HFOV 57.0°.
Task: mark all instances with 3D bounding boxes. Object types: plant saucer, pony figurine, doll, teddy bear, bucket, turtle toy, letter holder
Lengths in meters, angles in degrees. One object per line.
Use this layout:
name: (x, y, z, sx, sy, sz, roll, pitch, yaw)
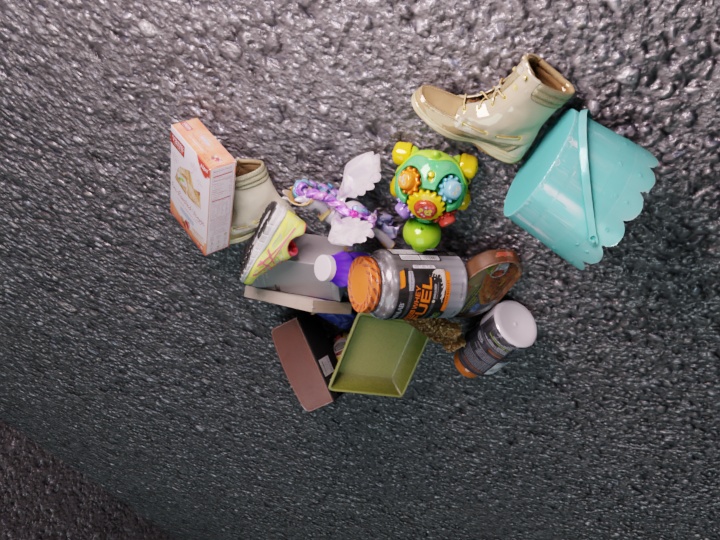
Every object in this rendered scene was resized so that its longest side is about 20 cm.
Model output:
plant saucer: (0.039, 0.178, 1.466, 0.196, 0.048, 0.203, 10, 114, -28)
pony figurine: (-0.020, -0.101, 1.167, 0.190, 0.170, 0.199, -1, 158, 39)
doll: (-0.010, 0.112, 1.490, 0.197, 0.049, 0.137, 27, 139, -13)
teddy bear: (0.143, 0.101, 1.347, 0.199, 0.067, 0.145, 36, 176, -29)
bucket: (0.310, -0.122, 0.960, 0.133, 0.209, 0.208, 30, 141, -5)
turtle toy: (0.114, -0.118, 1.114, 0.142, 0.102, 0.202, 11, 142, 7)
letter holder: (-0.138, 0.215, 1.516, 0.140, 0.100, 0.203, -25, 88, 22)

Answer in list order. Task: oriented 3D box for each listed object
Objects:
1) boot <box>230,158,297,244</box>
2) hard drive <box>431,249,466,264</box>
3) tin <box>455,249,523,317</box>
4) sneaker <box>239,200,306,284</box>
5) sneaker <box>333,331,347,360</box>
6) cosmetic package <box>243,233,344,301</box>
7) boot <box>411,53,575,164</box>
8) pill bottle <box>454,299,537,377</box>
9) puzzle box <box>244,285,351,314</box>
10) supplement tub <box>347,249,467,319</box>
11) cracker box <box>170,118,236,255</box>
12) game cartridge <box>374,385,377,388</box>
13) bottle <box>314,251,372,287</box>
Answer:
boot: (-0.236, -0.131, 1.258, 0.196, 0.073, 0.156, -9, 137, 22)
hard drive: (0.136, 0.033, 1.356, 0.130, 0.026, 0.201, 23, 142, -8)
tin: (0.231, 0.026, 1.268, 0.110, 0.043, 0.201, -5, 149, -23)
sneaker: (-0.166, -0.035, 1.247, 0.089, 0.079, 0.201, 20, 134, -22)
sneaker: (0.029, 0.209, 1.568, 0.195, 0.083, 0.079, 7, 141, 11)
cosmetic package: (-0.124, -0.014, 1.349, 0.196, 0.091, 0.108, 10, 140, 14)
boot: (0.186, -0.249, 0.949, 0.197, 0.074, 0.156, 24, 142, -12)
pill bottle: (0.272, 0.153, 1.387, 0.105, 0.108, 0.201, 24, 142, -10)
puzzle box: (-0.131, 0.061, 1.392, 0.197, 0.026, 0.132, 10, -179, 38)
supplement tub: (0.084, 0.025, 1.188, 0.196, 0.125, 0.123, 0, 150, -27)
cracker box: (-0.286, -0.148, 1.190, 0.134, 0.057, 0.202, 46, 140, 27)
game cartridge: (-0.032, 0.246, 1.604, 0.196, 0.043, 0.133, 14, -175, 18)
bottle: (0.000, 0.000, 1.259, 0.083, 0.067, 0.198, -11, 170, 43)
